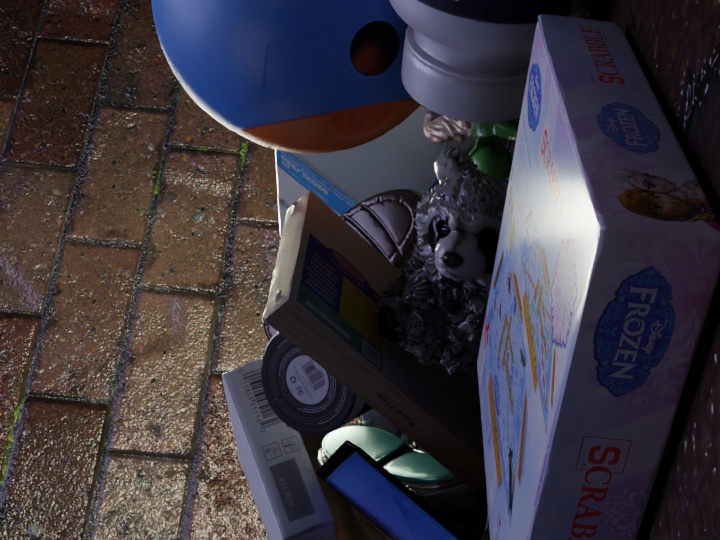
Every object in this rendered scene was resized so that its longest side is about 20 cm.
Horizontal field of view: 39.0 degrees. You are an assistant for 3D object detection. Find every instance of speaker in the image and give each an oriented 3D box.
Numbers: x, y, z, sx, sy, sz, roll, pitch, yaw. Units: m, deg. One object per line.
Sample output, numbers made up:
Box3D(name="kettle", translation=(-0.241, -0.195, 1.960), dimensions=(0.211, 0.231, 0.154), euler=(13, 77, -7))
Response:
Box3D(name="speaker", translation=(0.010, 0.061, 0.785), dimensions=(0.200, 0.081, 0.082), euler=(-16, -66, -61))

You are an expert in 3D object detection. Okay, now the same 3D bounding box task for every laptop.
Box3D(name="laptop", translation=(0.023, 0.231, 0.692), dimensions=(0.177, 0.103, 0.201), euler=(115, 159, -71))

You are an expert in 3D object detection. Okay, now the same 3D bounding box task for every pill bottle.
Box3D(name="pill bottle", translation=(0.070, -0.179, 0.507), dimensions=(0.111, 0.111, 0.200), euler=(-85, 0, -48))

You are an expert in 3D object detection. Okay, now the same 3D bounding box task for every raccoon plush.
Box3D(name="raccoon plush", translation=(0.069, -0.026, 0.663), dimensions=(0.200, 0.096, 0.134), euler=(-85, 8, -67))

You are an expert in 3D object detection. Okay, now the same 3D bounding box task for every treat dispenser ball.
Box3D(name="treat dispenser ball", translation=(-0.033, -0.177, 0.652), dimensions=(0.201, 0.200, 0.202), euler=(-175, 90, -90))

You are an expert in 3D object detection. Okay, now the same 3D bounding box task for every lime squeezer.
Box3D(name="lime squeezer", translation=(0.103, -0.074, 0.736), dimensions=(0.071, 0.038, 0.200), euler=(62, 165, 21))

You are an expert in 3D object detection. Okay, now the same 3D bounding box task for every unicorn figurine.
Box3D(name="unicorn figurine", translation=(0.084, -0.199, 0.857), dimensions=(0.201, 0.074, 0.137), euler=(-67, 15, -16))

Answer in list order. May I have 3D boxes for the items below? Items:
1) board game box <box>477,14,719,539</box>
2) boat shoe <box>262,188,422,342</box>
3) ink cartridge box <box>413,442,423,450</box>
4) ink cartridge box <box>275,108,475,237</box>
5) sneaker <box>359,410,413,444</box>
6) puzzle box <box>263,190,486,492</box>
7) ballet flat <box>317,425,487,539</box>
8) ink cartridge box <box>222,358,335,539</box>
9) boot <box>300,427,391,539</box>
Box3D(name="board game box", translation=(0.086, 0.021, 0.428), dimensions=(0.200, 0.041, 0.200), euler=(-85, 0, -57))
Box3D(name="boat shoe", translation=(0.000, 0.000, 0.865), dimensions=(0.200, 0.076, 0.072), euler=(-39, 63, 34))
Box3D(name="ink cartridge box", translation=(0.067, 0.180, 0.908), dimensions=(0.200, 0.045, 0.177), euler=(91, -175, -88))
Box3D(name="ink cartridge box", translation=(0.016, -0.084, 0.989), dimensions=(0.147, 0.144, 0.200), euler=(-48, -14, -20))
Box3D(name="sneaker", translation=(0.010, 0.101, 0.932), dimensions=(0.074, 0.087, 0.201), euler=(97, 180, -81))
Box3D(name="puzzle box", translation=(0.021, 0.047, 0.697), dimensions=(0.025, 0.200, 0.133), euler=(-38, 24, 25))
Box3D(name="ballet flat", translation=(0.028, 0.169, 0.785), dimensions=(0.200, 0.074, 0.075), euler=(3, 88, 63))
Box3D(name="ink cartridge box", translation=(-0.066, 0.195, 0.879), dimensions=(0.200, 0.047, 0.160), euler=(87, 160, -53))
Box3D(name="boot", translation=(-0.008, 0.236, 0.865), dimensions=(0.187, 0.064, 0.200), euler=(56, -172, -24))
